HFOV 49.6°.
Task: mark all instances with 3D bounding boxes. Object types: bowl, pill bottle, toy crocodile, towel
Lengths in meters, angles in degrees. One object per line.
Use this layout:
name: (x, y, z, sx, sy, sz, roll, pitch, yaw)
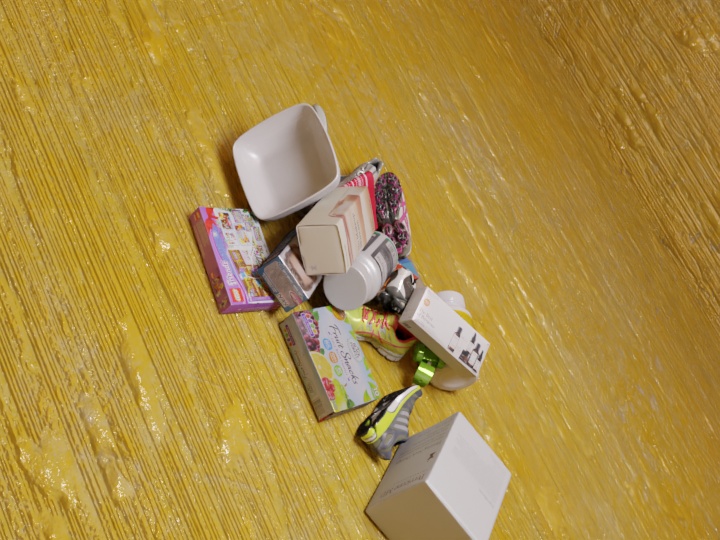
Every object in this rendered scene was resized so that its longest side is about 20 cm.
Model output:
bowl: (-0.139, -0.207, 1.544, 0.203, 0.197, 0.075, 67, 11, 20)
pill bottle: (0.199, 0.152, 1.728, 0.111, 0.112, 0.203, 26, 46, -31)
toy crocodile: (0.145, 0.149, 1.649, 0.066, 0.062, 0.203, 15, 57, -9)
towel: (-0.030, -0.112, 1.656, 0.199, 0.022, 0.147, -36, 132, -42)
pill bottle: (0.000, 0.000, 1.582, 0.114, 0.113, 0.200, 51, 26, -3)

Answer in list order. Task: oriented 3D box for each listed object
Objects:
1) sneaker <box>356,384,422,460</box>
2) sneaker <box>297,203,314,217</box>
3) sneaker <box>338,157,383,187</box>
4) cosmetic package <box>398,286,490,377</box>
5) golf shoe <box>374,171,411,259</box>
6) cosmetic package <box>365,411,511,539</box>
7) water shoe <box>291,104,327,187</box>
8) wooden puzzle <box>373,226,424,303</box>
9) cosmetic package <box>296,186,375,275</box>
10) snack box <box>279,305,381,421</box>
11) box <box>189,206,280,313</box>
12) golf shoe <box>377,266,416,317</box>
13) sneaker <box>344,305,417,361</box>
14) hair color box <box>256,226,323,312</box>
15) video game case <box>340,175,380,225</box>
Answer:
sneaker: (0.067, 0.294, 1.522, 0.199, 0.073, 0.082, -38, 100, -47)
sneaker: (-0.123, -0.185, 1.662, 0.200, 0.082, 0.075, 48, 37, -8)
sneaker: (-0.008, -0.198, 1.747, 0.074, 0.087, 0.201, 39, 36, -7)
cosmetic package: (0.173, 0.126, 1.580, 0.199, 0.050, 0.084, 41, 60, -22)
golf shoe: (0.073, -0.122, 1.777, 0.092, 0.071, 0.205, 48, 33, -70)
cosmetic package: (0.147, 0.406, 1.430, 0.167, 0.167, 0.200, 50, 36, -7)
water shoe: (-0.107, -0.250, 1.609, 0.077, 0.072, 0.205, -2, 75, -12)
wooden puzzle: (0.060, -0.027, 1.778, 0.198, 0.037, 0.188, -9, 69, -50)
cosmetic package: (-0.043, -0.080, 1.500, 0.201, 0.085, 0.105, -58, 142, -57)
snack box: (-0.056, 0.171, 1.484, 0.141, 0.053, 0.203, -7, 67, -51)
box: (-0.229, -0.021, 1.455, 0.135, 0.039, 0.203, 0, 63, -49)
golf shoe: (0.090, 0.049, 1.640, 0.077, 0.200, 0.096, 25, 83, 8)
sneaker: (0.036, 0.107, 1.604, 0.198, 0.090, 0.079, 31, 44, -26)
hair color box: (-0.121, -0.013, 1.507, 0.101, 0.060, 0.201, 55, 24, -13)
video game case: (-0.013, -0.161, 1.794, 0.198, 0.018, 0.145, -6, 57, -47)
